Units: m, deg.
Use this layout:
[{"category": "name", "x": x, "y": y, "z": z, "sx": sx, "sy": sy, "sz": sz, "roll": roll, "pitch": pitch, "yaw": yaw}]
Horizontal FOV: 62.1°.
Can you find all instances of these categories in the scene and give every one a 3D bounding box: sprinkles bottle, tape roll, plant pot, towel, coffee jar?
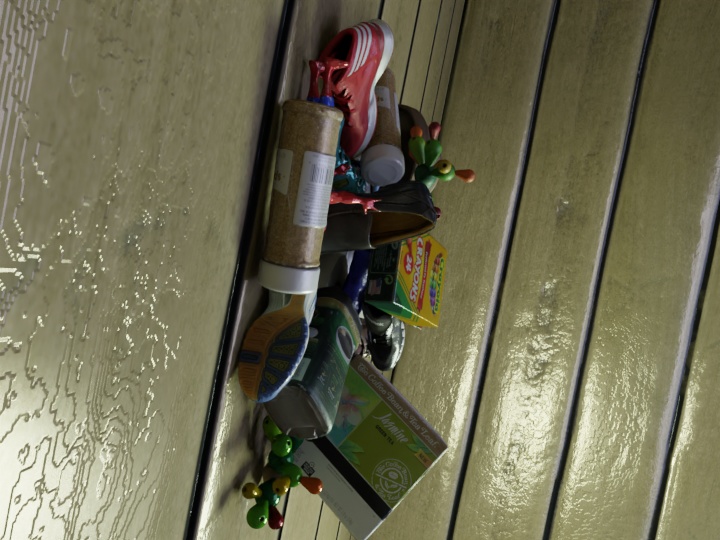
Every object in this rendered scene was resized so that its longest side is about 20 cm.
[{"category": "sprinkles bottle", "x": -0.067, "y": -0.080, "z": 0.663, "sx": 0.068, "sy": 0.067, "sz": 0.204, "roll": -32, "pitch": 132, "yaw": -77}, {"category": "tape roll", "x": -0.063, "y": 0.069, "z": 1.000, "sx": 0.203, "sy": 0.036, "sz": 0.207, "roll": 12, "pitch": 90, "yaw": -81}, {"category": "plant pot", "x": 0.084, "y": -0.191, "z": 1.094, "sx": 0.200, "sy": 0.091, "sz": 0.205, "roll": -28, "pitch": -123, "yaw": 55}, {"category": "sprinkles bottle", "x": 0.030, "y": -0.231, "z": 0.947, "sx": 0.069, "sy": 0.067, "sz": 0.203, "roll": 85, "pitch": 2, "yaw": -59}, {"category": "towel", "x": 0.000, "y": 0.000, "z": 0.964, "sx": 0.148, "sy": 0.049, "sz": 0.202, "roll": -59, "pitch": 171, "yaw": -50}, {"category": "coffee jar", "x": -0.060, "y": 0.116, "z": 0.808, "sx": 0.201, "sy": 0.084, "sz": 0.105, "roll": -68, "pitch": 142, "yaw": -50}]

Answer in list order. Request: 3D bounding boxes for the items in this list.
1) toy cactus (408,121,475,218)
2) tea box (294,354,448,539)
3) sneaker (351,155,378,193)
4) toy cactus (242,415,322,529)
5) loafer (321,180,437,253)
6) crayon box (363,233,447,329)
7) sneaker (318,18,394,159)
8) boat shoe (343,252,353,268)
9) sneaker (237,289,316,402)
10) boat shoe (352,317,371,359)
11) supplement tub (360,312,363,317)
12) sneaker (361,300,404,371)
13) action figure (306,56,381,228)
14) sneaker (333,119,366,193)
[{"category": "toy cactus", "x": 0.104, "y": -0.128, "z": 0.931, "sx": 0.202, "sy": 0.100, "sz": 0.167, "roll": -92, "pitch": -166, "yaw": -51}, {"category": "tea box", "x": 0.006, "y": 0.279, "z": 0.961, "sx": 0.197, "sy": 0.200, "sz": 0.134, "roll": -46, "pitch": 166, "yaw": -5}, {"category": "sneaker", "x": 0.005, "y": -0.175, "z": 0.983, "sx": 0.146, "sy": 0.079, "sz": 0.203, "roll": 15, "pitch": 91, "yaw": -85}, {"category": "toy cactus", "x": -0.103, "y": 0.271, "z": 0.839, "sx": 0.166, "sy": 0.100, "sz": 0.202, "roll": 105, "pitch": -5, "yaw": -49}, {"category": "loafer", "x": 0.003, "y": -0.060, "z": 0.772, "sx": 0.073, "sy": 0.197, "sz": 0.074, "roll": -108, "pitch": 179, "yaw": -53}, {"category": "crayon box", "x": 0.079, "y": 0.009, "z": 0.900, "sx": 0.199, "sy": 0.050, "sz": 0.129, "roll": 30, "pitch": 65, "yaw": -57}, {"category": "sneaker", "x": -0.029, "y": -0.240, "z": 0.822, "sx": 0.115, "sy": 0.078, "sz": 0.203, "roll": -29, "pitch": 141, "yaw": -47}, {"category": "boat shoe", "x": -0.001, "y": -0.032, "z": 1.149, "sx": 0.072, "sy": 0.067, "sz": 0.203, "roll": 85, "pitch": 18, "yaw": -59}, {"category": "sneaker", "x": -0.089, "y": 0.072, "z": 0.737, "sx": 0.089, "sy": 0.074, "sz": 0.203, "roll": 85, "pitch": 19, "yaw": -61}, {"category": "boat shoe", "x": -0.009, "y": 0.124, "z": 1.059, "sx": 0.200, "sy": 0.070, "sz": 0.077, "roll": -47, "pitch": 148, "yaw": -73}, {"category": "supplement tub", "x": 0.047, "y": 0.000, "z": 1.249, "sx": 0.145, "sy": 0.142, "sz": 0.203, "roll": 86, "pitch": 18, "yaw": -58}, {"category": "sneaker", "x": 0.034, "y": 0.078, "z": 0.958, "sx": 0.090, "sy": 0.065, "sz": 0.204, "roll": -35, "pitch": 135, "yaw": -61}, {"category": "action figure", "x": -0.024, "y": -0.145, "z": 0.735, "sx": 0.065, "sy": 0.098, "sz": 0.204, "roll": 21, "pitch": -74, "yaw": 57}, {"category": "sneaker", "x": -0.029, "y": -0.131, "z": 0.838, "sx": 0.202, "sy": 0.078, "sz": 0.078, "roll": 91, "pitch": 14, "yaw": -45}]
